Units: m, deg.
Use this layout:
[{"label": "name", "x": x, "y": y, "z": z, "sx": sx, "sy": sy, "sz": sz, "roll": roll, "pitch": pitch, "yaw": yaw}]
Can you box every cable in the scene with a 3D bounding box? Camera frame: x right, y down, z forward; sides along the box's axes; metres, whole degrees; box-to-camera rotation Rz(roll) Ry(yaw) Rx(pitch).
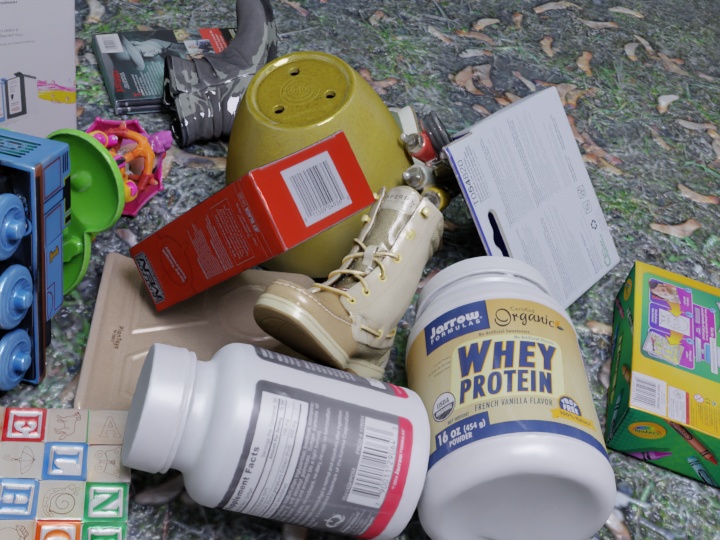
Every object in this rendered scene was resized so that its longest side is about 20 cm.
[{"label": "cable", "x": 0.089, "y": -0.092, "z": 0.853, "sx": 0.049, "sy": 0.199, "sz": 0.099, "roll": -19, "pitch": 74, "yaw": 19}]

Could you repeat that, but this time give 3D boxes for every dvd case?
[{"label": "dvd case", "x": -0.210, "y": -0.244, "z": 1.020, "sx": 0.196, "sy": 0.022, "sz": 0.147, "roll": -9, "pitch": 48, "yaw": -25}]

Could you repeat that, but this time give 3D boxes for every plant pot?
[{"label": "plant pot", "x": -0.044, "y": -0.117, "z": 0.804, "sx": 0.195, "sy": 0.143, "sz": 0.203, "roll": -3, "pitch": 53, "yaw": 5}]

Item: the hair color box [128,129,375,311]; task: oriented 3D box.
[{"label": "hair color box", "x": -0.090, "y": -0.034, "z": 0.662, "sx": 0.101, "sy": 0.198, "sz": 0.062, "roll": -31, "pitch": 96, "yaw": -42}]

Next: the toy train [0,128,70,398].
[{"label": "toy train", "x": -0.269, "y": -0.003, "z": 0.635, "sx": 0.085, "sy": 0.204, "sz": 0.115, "roll": 12, "pitch": 27, "yaw": 6}]

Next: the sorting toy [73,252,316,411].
[{"label": "sorting toy", "x": -0.127, "y": 0.069, "z": 0.716, "sx": 0.195, "sy": 0.037, "sz": 0.187, "roll": 9, "pitch": 43, "yaw": -13}]

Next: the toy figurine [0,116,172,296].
[{"label": "toy figurine", "x": -0.234, "y": -0.089, "z": 0.759, "sx": 0.152, "sy": 0.197, "sz": 0.184, "roll": 61, "pitch": 31, "yaw": -13}]

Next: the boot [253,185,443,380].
[{"label": "boot", "x": 0.000, "y": 0.000, "z": 0.663, "sx": 0.072, "sy": 0.200, "sz": 0.158, "roll": 23, "pitch": 81, "yaw": 27}]

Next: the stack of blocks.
[{"label": "stack of blocks", "x": -0.208, "y": 0.187, "z": 0.540, "sx": 0.113, "sy": 0.059, "sz": 0.202, "roll": 6, "pitch": 43, "yaw": -18}]

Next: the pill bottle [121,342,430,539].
[{"label": "pill bottle", "x": -0.059, "y": 0.115, "z": 0.593, "sx": 0.196, "sy": 0.112, "sz": 0.112, "roll": 17, "pitch": 40, "yaw": -18}]

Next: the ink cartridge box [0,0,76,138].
[{"label": "ink cartridge box", "x": -0.362, "y": -0.208, "z": 0.810, "sx": 0.142, "sy": 0.203, "sz": 0.148, "roll": -17, "pitch": 50, "yaw": -32}]

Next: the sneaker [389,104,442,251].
[{"label": "sneaker", "x": 0.029, "y": -0.094, "z": 0.909, "sx": 0.088, "sy": 0.068, "sz": 0.203, "roll": -8, "pitch": 51, "yaw": -2}]

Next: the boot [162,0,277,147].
[{"label": "boot", "x": -0.159, "y": -0.236, "z": 0.957, "sx": 0.129, "sy": 0.070, "sz": 0.204, "roll": -2, "pitch": 64, "yaw": -18}]

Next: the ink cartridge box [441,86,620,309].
[{"label": "ink cartridge box", "x": 0.162, "y": -0.056, "z": 0.830, "sx": 0.199, "sy": 0.040, "sz": 0.203, "roll": -31, "pitch": 101, "yaw": -41}]

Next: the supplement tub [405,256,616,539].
[{"label": "supplement tub", "x": 0.107, "y": 0.102, "z": 0.660, "sx": 0.141, "sy": 0.146, "sz": 0.203, "roll": 7, "pitch": 43, "yaw": -8}]

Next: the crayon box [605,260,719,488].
[{"label": "crayon box", "x": 0.298, "y": 0.090, "z": 0.789, "sx": 0.116, "sy": 0.059, "sz": 0.202, "roll": 19, "pitch": 43, "yaw": 4}]
